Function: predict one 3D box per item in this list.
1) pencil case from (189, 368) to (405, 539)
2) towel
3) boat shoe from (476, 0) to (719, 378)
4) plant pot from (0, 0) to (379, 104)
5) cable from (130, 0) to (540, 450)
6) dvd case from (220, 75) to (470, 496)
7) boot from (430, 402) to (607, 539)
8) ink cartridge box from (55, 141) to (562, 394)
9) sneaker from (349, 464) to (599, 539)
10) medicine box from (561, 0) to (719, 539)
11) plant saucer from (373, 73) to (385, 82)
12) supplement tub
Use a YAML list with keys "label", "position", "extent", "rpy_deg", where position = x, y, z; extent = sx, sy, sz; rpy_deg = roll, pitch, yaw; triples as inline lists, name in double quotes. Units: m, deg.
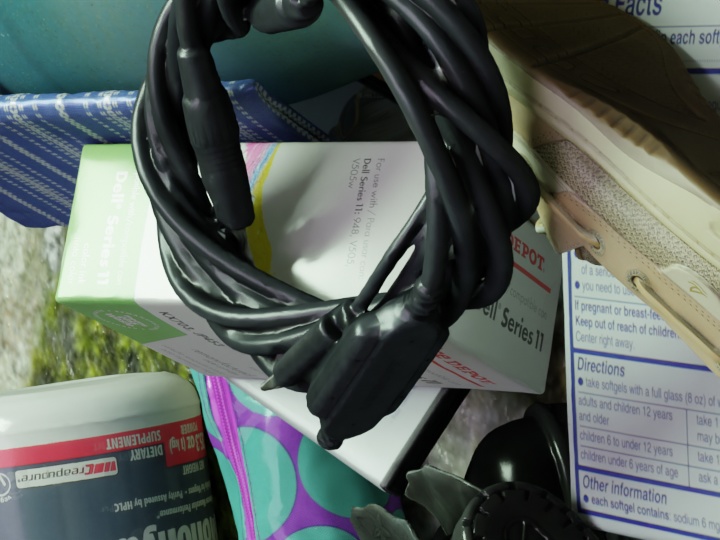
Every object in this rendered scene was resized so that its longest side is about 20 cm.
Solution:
- label: "pencil case"
  position: [-0.032, 0.081, 1.080]
  extent: [0.085, 0.092, 0.200]
  rpy_deg: [-25, 77, 53]
- label: "towel"
  position: [-0.093, -0.048, 0.971]
  extent: [0.200, 0.145, 0.024]
  rpy_deg: [-1, 74, 28]
- label: "boat shoe"
  position: [0.078, -0.031, 0.758]
  extent: [0.200, 0.071, 0.065]
  rpy_deg: [46, 130, 37]
- label: "plant pot"
  position: [-0.040, -0.149, 0.926]
  extent: [0.188, 0.200, 0.200]
  rpy_deg: [8, 103, 39]
- label: "cable"
  position: [-0.013, -0.044, 0.792]
  extent: [0.163, 0.051, 0.200]
  rpy_deg: [59, 146, 22]
- label: "dvd case"
  position: [-0.018, -0.014, 1.015]
  extent: [0.200, 0.018, 0.143]
  rpy_deg: [32, 90, 34]
- label: "boot"
  position: [0.007, 0.149, 0.972]
  extent: [0.079, 0.158, 0.211]
  rpy_deg: [-122, 39, -56]
- label: "ink cartridge box"
  position: [0.000, 0.000, 0.918]
  extent: [0.200, 0.117, 0.067]
  rpy_deg: [1, 73, 30]
- label: "sneaker"
  position: [0.073, 0.146, 0.865]
  extent: [0.200, 0.060, 0.104]
  rpy_deg: [52, 154, 13]
- label: "medicine box"
  position: [0.162, -0.006, 0.795]
  extent: [0.182, 0.103, 0.200]
  rpy_deg: [7, 101, 53]
- label: "plant saucer"
  position: [0.032, -0.165, 1.000]
  extent: [0.200, 0.032, 0.201]
  rpy_deg: [13, 106, 51]
- label: "supplement tub"
  position: [-0.137, 0.156, 1.193]
  extent: [0.140, 0.140, 0.200]
  rpy_deg: [-8, 90, 53]
